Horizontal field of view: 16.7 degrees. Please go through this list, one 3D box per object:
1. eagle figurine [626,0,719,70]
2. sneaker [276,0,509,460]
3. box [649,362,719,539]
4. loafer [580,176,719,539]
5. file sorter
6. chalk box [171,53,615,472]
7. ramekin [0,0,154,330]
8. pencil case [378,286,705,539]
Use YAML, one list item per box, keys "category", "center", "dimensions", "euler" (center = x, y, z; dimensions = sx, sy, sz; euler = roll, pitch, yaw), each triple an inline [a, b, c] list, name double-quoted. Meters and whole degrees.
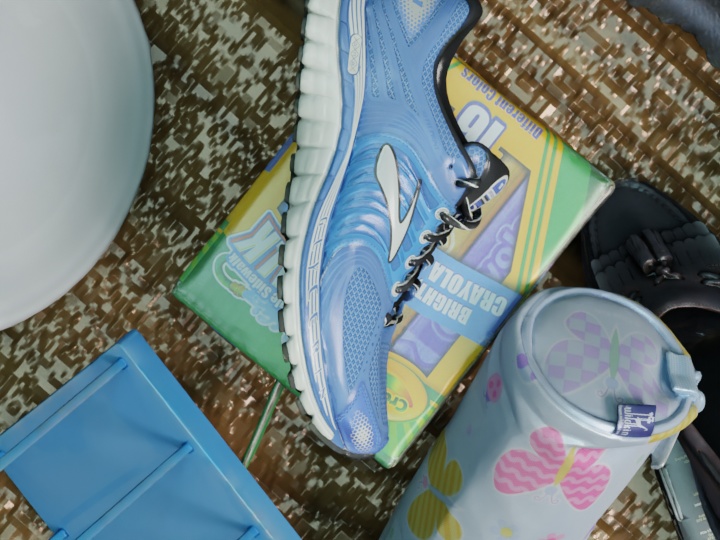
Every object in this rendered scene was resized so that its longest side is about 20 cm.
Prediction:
- category: "eagle figurine"
  center: [0.194, -0.118, 1.039]
  dimensions: [0.151, 0.151, 0.201]
  euler: [-35, 98, -33]
- category: "sneaker"
  center: [0.014, -0.023, 0.984]
  dimensions: [0.088, 0.079, 0.202]
  euler: [5, 94, 3]
- category: "box"
  center: [0.241, 0.095, 1.128]
  dimensions: [0.199, 0.044, 0.161]
  euler: [-21, 93, 3]
- category: "loafer"
  center: [0.152, 0.036, 1.074]
  dimensions: [0.071, 0.063, 0.201]
  euler: [-23, 63, 1]
- category: "file sorter"
  center: [-0.105, 0.158, 1.071]
  dimensions: [0.200, 0.139, 0.123]
  euler: [52, 49, -2]
- category: "chalk box"
  center: [0.000, 0.000, 1.086]
  dimensions: [0.124, 0.125, 0.200]
  euler: [39, 93, -2]
- category: "ramekin"
  center: [-0.198, -0.073, 1.064]
  dimensions: [0.201, 0.094, 0.204]
  euler: [-4, 97, -33]
- category: "pencil case"
  center: [0.070, 0.096, 1.067]
  dimensions: [0.090, 0.084, 0.201]
  euler: [3, 138, -28]
